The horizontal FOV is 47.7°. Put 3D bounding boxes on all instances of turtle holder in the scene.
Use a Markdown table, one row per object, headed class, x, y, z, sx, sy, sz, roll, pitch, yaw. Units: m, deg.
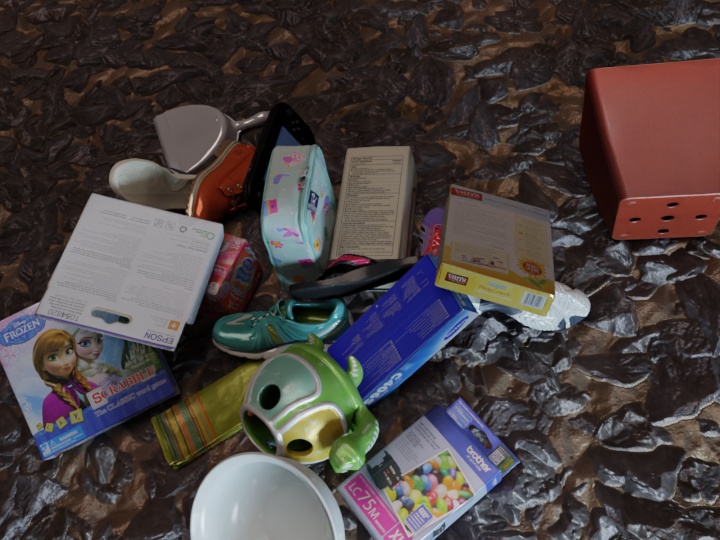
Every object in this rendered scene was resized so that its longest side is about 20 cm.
| class | x | y | z | sx | sy | sz | roll | pitch | yaw |
| --- | --- | --- | --- | --- | --- | --- | --- | --- | --- |
| turtle holder | -0.063 | 0.182 | 1.005 | 0.131 | 0.141 | 0.186 | -28 | 68 | -36 |

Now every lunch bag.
| class | x | y | z | sx | sy | sz | roll | pitch | yaw |
| --- | --- | --- | --- | --- | --- | --- | --- | --- | --- |
| lunch bag | -0.077 | -0.074 | 1.144 | 0.076 | 0.201 | 0.162 | 2 | 56 | 12 |

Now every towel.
| class | x | y | z | sx | sy | sz | roll | pitch | yaw |
| --- | --- | --- | --- | --- | --- | --- | --- | --- | --- |
| towel | -0.185 | 0.184 | 1.111 | 0.199 | 0.018 | 0.086 | -31 | 57 | -9 |

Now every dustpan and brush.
| class | x | y | z | sx | sy | sz | roll | pitch | yaw |
| --- | --- | --- | --- | --- | --- | --- | --- | --- | --- |
| dustpan and brush | -0.237 | -0.238 | 1.383 | 0.199 | 0.057 | 0.140 | -25 | 66 | 4 |

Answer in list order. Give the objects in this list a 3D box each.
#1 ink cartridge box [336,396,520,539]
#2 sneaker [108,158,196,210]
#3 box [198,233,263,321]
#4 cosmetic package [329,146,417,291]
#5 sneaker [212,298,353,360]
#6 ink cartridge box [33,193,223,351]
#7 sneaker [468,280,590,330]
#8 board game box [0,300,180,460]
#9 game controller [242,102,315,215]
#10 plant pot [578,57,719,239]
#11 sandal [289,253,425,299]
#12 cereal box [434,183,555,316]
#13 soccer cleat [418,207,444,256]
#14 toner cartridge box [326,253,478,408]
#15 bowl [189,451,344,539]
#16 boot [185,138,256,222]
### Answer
| class | x | y | z | sx | sy | sz | roll | pitch | yaw |
| --- | --- | --- | --- | --- | --- | --- | --- | --- | --- |
| ink cartridge box | 0.084 | 0.250 | 0.996 | 0.199 | 0.042 | 0.119 | -36 | 57 | -13 |
| sneaker | -0.324 | -0.130 | 1.257 | 0.084 | 0.199 | 0.076 | 13 | 91 | 30 |
| box | -0.257 | -0.004 | 1.201 | 0.198 | 0.096 | 0.100 | 15 | 63 | 21 |
| cosmetic package | 0.024 | -0.077 | 1.192 | 0.102 | 0.087 | 0.202 | 0 | 58 | 14 |
| sneaker | -0.109 | 0.069 | 1.124 | 0.198 | 0.080 | 0.078 | -6 | 48 | 4 |
| ink cartridge box | -0.306 | 0.005 | 1.099 | 0.198 | 0.041 | 0.201 | 14 | 61 | 4 |
| sneaker | 0.207 | 0.004 | 1.102 | 0.197 | 0.080 | 0.130 | 4 | 45 | 2 |
| board game box | -0.381 | 0.125 | 1.127 | 0.199 | 0.041 | 0.201 | -27 | 84 | -6 |
| game controller | -0.124 | -0.164 | 1.274 | 0.042 | 0.104 | 0.201 | -16 | 48 | 42 |
| plant pot | 0.407 | -0.149 | 1.103 | 0.198 | 0.200 | 0.178 | -2 | 70 | 11 |
| sandal | 0.000 | 0.000 | 1.091 | 0.198 | 0.075 | 0.045 | -14 | 76 | 12 |
| cereal box | 0.173 | -0.032 | 1.045 | 0.143 | 0.040 | 0.201 | 16 | 35 | 1 |
| soccer cleat | 0.105 | -0.013 | 1.138 | 0.066 | 0.077 | 0.202 | 4 | 59 | 13 |
| toner cartridge box | 0.050 | 0.080 | 1.049 | 0.200 | 0.043 | 0.095 | -44 | 57 | 23 |
| bowl | -0.093 | 0.301 | 0.947 | 0.199 | 0.090 | 0.203 | 2 | 94 | 26 |
| boot | -0.199 | -0.124 | 1.277 | 0.106 | 0.075 | 0.201 | 15 | 54 | 14 |
